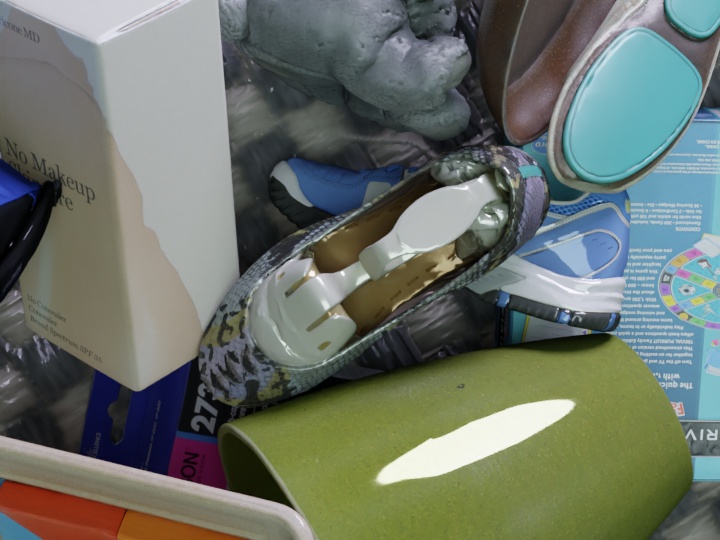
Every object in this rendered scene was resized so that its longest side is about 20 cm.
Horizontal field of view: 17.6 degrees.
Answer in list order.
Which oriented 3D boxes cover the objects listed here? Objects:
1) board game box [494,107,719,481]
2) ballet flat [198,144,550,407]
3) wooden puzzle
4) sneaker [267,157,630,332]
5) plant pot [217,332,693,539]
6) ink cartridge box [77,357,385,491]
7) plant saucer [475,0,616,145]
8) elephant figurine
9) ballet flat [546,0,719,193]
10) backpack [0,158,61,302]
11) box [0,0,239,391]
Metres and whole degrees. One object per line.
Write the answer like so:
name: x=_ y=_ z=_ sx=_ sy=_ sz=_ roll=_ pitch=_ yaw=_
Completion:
board game box: x=0.150 y=0.013 z=1.257 sx=0.150 sy=0.047 sz=0.201 roll=1 pitch=103 yaw=-6
ballet flat: x=0.000 y=0.000 z=1.129 sx=0.200 sy=0.072 sz=0.072 roll=-33 pitch=105 yaw=7
wooden puzzle: x=-0.109 y=0.152 z=1.141 sx=0.199 sy=0.185 sz=0.037 roll=16 pitch=57 yaw=15
sneaker: x=0.048 y=-0.029 z=1.200 sx=0.199 sy=0.076 sz=0.077 roll=17 pitch=92 yaw=16
plant pot: x=0.059 y=0.115 z=1.171 sx=0.200 sy=0.187 sz=0.188 roll=-27 pitch=105 yaw=-14
ink cartridge box: x=-0.049 y=0.093 z=1.256 sx=0.199 sy=0.037 sz=0.095 roll=11 pitch=101 yaw=-8
plant saucer: x=0.106 y=-0.158 z=1.143 sx=0.032 sy=0.200 sz=0.201 roll=25 pitch=99 yaw=16
elephant figurine: x=0.024 y=-0.179 z=1.169 sx=0.141 sy=0.155 sz=0.201 roll=22 pitch=89 yaw=22
ballet flat: x=0.149 y=-0.111 z=1.188 sx=0.067 sy=0.062 sz=0.200 roll=40 pitch=67 yaw=-11
backpack: x=-0.256 y=0.007 z=1.036 sx=0.167 sy=0.200 sz=0.163 roll=27 pitch=103 yaw=3
box: x=-0.119 y=-0.053 z=1.138 sx=0.078 sy=0.095 sz=0.201 roll=-32 pitch=133 yaw=-35
